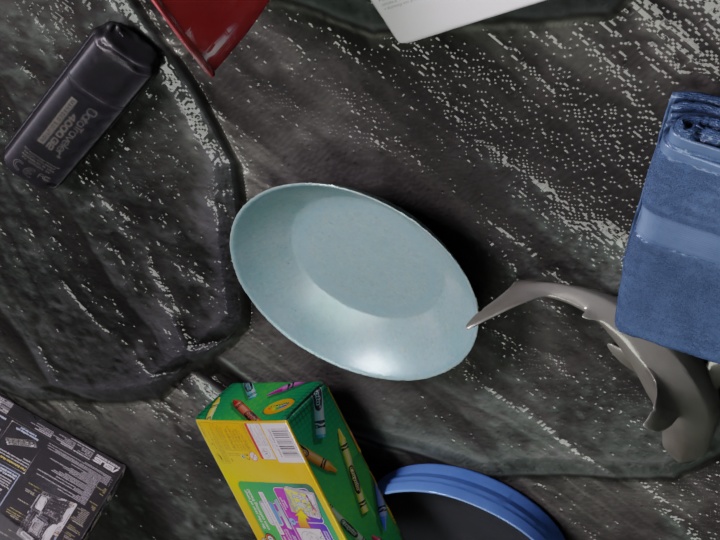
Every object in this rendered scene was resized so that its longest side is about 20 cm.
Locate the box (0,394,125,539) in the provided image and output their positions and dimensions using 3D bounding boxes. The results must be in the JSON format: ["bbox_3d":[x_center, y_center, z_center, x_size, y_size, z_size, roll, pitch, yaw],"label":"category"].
[{"bbox_3d":[-0.345,0.205,1.616,0.200,0.158,0.050,29,141,-2],"label":"box"}]

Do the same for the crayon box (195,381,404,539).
[{"bbox_3d":[-0.045,0.192,1.454,0.119,0.058,0.201,-4,118,46],"label":"crayon box"}]

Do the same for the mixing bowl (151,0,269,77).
[{"bbox_3d":[-0.104,-0.226,1.004,0.200,0.108,0.200,54,-179,-1],"label":"mixing bowl"}]

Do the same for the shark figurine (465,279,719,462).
[{"bbox_3d":[0.190,0.069,1.202,0.214,0.090,0.128,39,139,-15],"label":"shark figurine"}]

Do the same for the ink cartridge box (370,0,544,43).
[{"bbox_3d":[0.061,-0.230,0.987,0.199,0.044,0.174,-11,126,40],"label":"ink cartridge box"}]

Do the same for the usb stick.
[{"bbox_3d":[-0.211,-0.120,1.280,0.055,0.033,0.200,32,142,-16],"label":"usb stick"}]

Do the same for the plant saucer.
[{"bbox_3d":[0.000,0.000,1.278,0.200,0.039,0.201,16,139,15],"label":"plant saucer"}]

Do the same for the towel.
[{"bbox_3d":[0.231,-0.024,1.104,0.111,0.049,0.200,20,140,11],"label":"towel"}]

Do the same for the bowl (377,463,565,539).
[{"bbox_3d":[0.090,0.242,1.487,0.200,0.039,0.201,17,140,15],"label":"bowl"}]
